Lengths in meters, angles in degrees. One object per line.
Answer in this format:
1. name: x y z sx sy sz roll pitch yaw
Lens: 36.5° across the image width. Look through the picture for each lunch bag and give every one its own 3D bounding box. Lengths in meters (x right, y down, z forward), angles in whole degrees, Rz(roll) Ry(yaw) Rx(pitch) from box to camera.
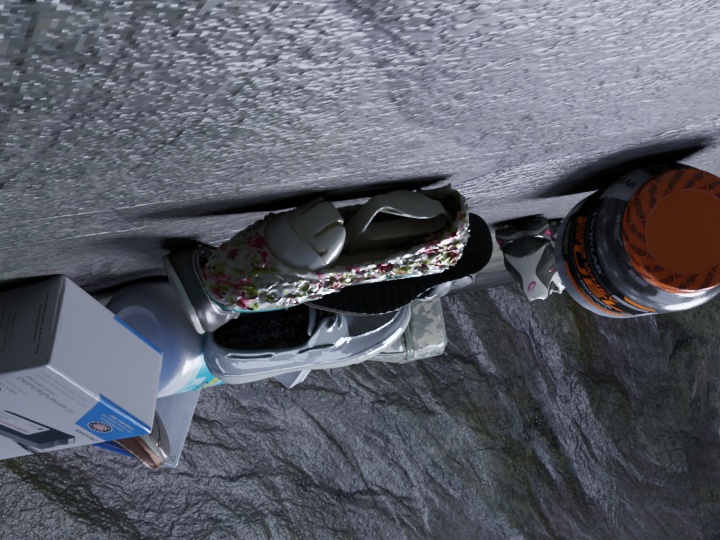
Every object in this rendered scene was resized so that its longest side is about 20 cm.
1. lunch bag: 0.038 0.084 1.744 0.167 0.140 0.200 -11 175 -6

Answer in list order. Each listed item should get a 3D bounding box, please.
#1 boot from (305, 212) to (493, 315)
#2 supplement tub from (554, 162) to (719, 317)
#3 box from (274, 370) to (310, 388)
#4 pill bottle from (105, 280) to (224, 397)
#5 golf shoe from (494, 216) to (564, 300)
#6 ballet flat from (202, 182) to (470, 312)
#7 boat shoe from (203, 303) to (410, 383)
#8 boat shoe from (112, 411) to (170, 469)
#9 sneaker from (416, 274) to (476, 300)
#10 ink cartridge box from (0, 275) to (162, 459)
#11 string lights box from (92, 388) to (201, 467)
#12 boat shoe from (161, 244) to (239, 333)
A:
1. boot: 0.000 0.000 0.969 0.200 0.078 0.138 -7 179 -33
2. supplement tub: 0.246 -0.023 0.932 0.122 0.123 0.200 -11 175 -4
3. box: -0.042 0.061 1.261 0.156 0.041 0.200 -53 178 -2
4. pill bottle: -0.159 0.062 1.098 0.111 0.111 0.200 -13 176 29
5. golf shoe: 0.201 -0.011 1.248 0.077 0.088 0.200 -14 177 21
6. ballet flat: -0.010 -0.024 0.726 0.200 0.076 0.064 -14 147 -32
7. boat shoe: -0.046 0.052 1.002 0.201 0.070 0.072 -15 156 -12
8. boat shoe: -0.267 0.122 1.058 0.072 0.200 0.076 -41 -170 6
9. sneaker: 0.085 -0.009 1.140 0.090 0.067 0.200 -14 180 -6
10. ink cartridge box: -0.293 0.091 0.924 0.200 0.084 0.145 -13 146 22
11. string lights box: -0.272 0.124 1.121 0.200 0.103 0.059 23 162 -22
12. boat shoe: -0.112 0.007 0.846 0.057 0.067 0.200 -27 -178 -5
